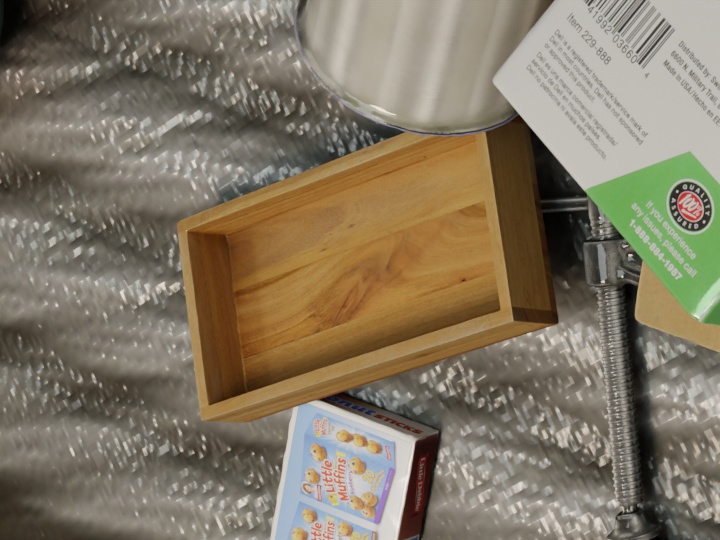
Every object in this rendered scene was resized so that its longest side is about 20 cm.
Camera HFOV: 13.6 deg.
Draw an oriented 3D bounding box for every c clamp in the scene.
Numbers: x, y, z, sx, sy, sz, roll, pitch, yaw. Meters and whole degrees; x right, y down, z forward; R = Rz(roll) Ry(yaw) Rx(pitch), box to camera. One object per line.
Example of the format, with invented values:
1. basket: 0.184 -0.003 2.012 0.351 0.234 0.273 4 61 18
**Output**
1. c clamp: 0.137 0.054 1.342 0.170 0.027 0.201 -10 90 31

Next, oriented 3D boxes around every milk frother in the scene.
1. milk frother: 0.045 -0.201 1.308 0.180 0.200 0.189 36 140 18

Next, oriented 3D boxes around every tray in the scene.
1. tray: 0.000 0.000 1.390 0.199 0.037 0.099 -20 73 42

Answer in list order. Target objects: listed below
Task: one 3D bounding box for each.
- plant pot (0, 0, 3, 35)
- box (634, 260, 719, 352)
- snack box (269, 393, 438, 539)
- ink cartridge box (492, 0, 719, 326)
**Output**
1. plant pot: -0.255 -0.131 1.501 0.199 0.135 0.201 6 101 33
2. box: 0.209 -0.029 1.238 0.199 0.021 0.165 20 109 37
3. snack box: -0.014 0.162 1.454 0.072 0.024 0.201 19 107 31
4. ink cartridge box: 0.170 -0.096 1.168 0.200 0.084 0.146 -50 57 21
